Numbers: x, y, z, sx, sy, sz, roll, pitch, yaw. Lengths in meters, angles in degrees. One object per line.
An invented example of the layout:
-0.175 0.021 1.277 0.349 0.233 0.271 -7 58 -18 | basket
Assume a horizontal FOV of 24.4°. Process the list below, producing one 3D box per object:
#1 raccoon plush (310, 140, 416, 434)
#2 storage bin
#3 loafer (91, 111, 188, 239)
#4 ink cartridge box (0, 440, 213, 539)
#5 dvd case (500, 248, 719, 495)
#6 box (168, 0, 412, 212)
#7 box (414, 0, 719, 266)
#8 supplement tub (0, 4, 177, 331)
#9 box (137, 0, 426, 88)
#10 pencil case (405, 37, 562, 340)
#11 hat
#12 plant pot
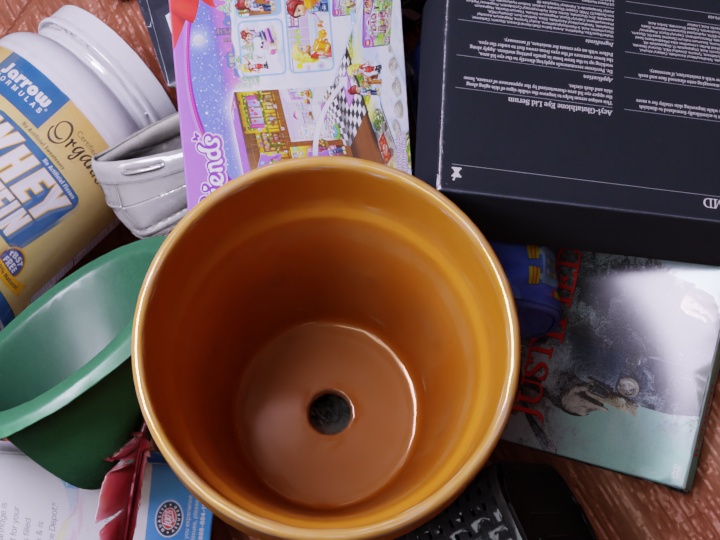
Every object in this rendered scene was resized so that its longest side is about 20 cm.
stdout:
0.000 0.000 1.070 0.133 0.097 0.202 -22 101 7 | raccoon plush
0.099 0.219 0.943 0.093 0.135 0.202 -30 72 18 | storage bin
-0.075 -0.094 1.032 0.199 0.070 0.070 -33 31 5 | loafer
-0.202 0.183 1.047 0.085 0.198 0.146 -174 91 -68 | ink cartridge box
0.123 0.040 1.022 0.198 0.022 0.148 14 88 27 | dvd case
-0.040 -0.100 0.984 0.135 0.039 0.202 -4 102 -3 | box
0.134 -0.087 0.942 0.198 0.079 0.143 7 70 -8 | box
-0.228 -0.064 1.099 0.144 0.145 0.200 36 70 24 | supplement tub
-0.037 -0.205 1.080 0.199 0.114 0.133 -27 73 20 | box
0.072 -0.057 1.005 0.086 0.078 0.202 -2 71 -8 | pencil case
-0.136 0.109 0.999 0.200 0.177 0.165 -40 24 -12 | hat
-0.019 0.062 0.927 0.198 0.183 0.203 0 74 -1 | plant pot
